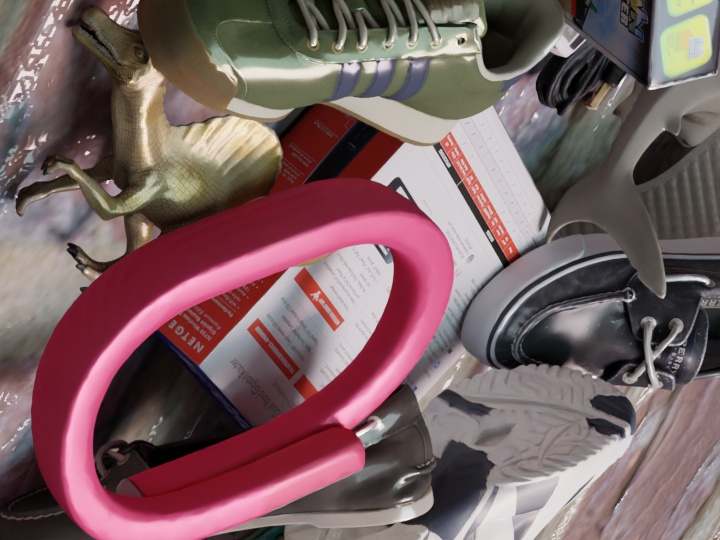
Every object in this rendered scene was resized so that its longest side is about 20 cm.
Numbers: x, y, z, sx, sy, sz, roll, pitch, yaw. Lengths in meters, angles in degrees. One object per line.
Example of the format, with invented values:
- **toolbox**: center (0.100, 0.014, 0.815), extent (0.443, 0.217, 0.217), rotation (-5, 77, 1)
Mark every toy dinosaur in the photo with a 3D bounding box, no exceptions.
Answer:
- **toy dinosaur**: center (-0.070, -0.021, 1.178), extent (0.101, 0.058, 0.200), rotation (-35, 140, 6)

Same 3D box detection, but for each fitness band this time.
- **fitness band**: center (-0.046, 0.037, 1.198), extent (0.200, 0.037, 0.144), rotation (-22, 133, -31)

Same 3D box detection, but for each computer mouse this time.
- **computer mouse**: center (0.096, -0.138, 1.340), extent (0.110, 0.044, 0.200), rotation (-51, 158, 3)

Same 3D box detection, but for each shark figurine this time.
- **shark figurine**: center (0.172, -0.078, 1.439), extent (0.214, 0.089, 0.128), rotation (-45, 156, -60)

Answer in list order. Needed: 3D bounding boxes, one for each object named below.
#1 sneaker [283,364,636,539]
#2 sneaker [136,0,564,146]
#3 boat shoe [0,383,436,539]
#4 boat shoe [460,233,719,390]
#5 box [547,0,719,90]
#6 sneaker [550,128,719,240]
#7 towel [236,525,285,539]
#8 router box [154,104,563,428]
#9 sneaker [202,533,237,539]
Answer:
- **sneaker**: center (0.046, 0.134, 1.396), extent (0.199, 0.079, 0.130), rotation (-34, 145, -34)
- **sneaker**: center (0.005, -0.103, 1.168), extent (0.090, 0.067, 0.200), rotation (-30, 158, 31)
- **boat shoe**: center (-0.066, 0.087, 1.298), extent (0.199, 0.067, 0.057), rotation (-7, 104, -3)
- **boat shoe**: center (0.143, 0.028, 1.449), extent (0.200, 0.068, 0.072), rotation (-2, 124, -38)
- **box**: center (0.108, -0.186, 1.164), extent (0.035, 0.110, 0.201), rotation (-13, 123, -23)
- **sneaker**: center (0.155, 0.000, 1.569), extent (0.200, 0.075, 0.105), rotation (-30, 153, -29)
- **towel**: center (-0.035, 0.178, 1.409), extent (0.200, 0.022, 0.147), rotation (-34, 133, -33)
- **router box**: center (0.000, 0.000, 1.358), extent (0.180, 0.049, 0.200), rotation (-47, 153, -7)
- **sneaker**: center (-0.124, 0.209, 1.408), extent (0.200, 0.078, 0.099), rotation (-55, 150, 8)
